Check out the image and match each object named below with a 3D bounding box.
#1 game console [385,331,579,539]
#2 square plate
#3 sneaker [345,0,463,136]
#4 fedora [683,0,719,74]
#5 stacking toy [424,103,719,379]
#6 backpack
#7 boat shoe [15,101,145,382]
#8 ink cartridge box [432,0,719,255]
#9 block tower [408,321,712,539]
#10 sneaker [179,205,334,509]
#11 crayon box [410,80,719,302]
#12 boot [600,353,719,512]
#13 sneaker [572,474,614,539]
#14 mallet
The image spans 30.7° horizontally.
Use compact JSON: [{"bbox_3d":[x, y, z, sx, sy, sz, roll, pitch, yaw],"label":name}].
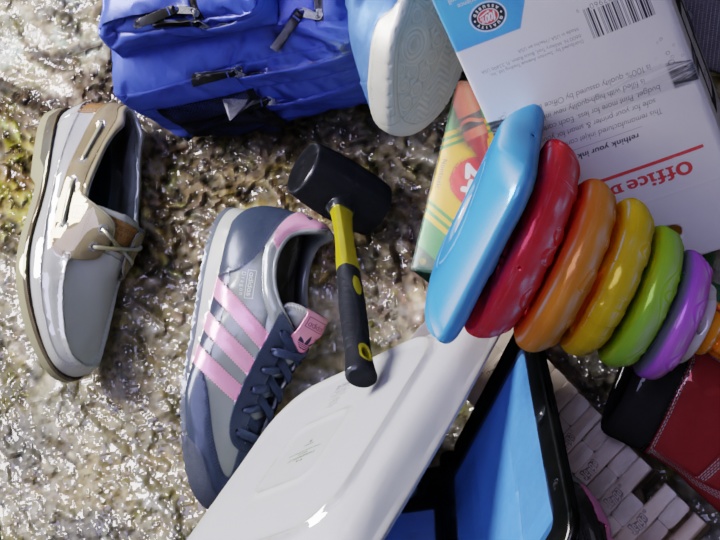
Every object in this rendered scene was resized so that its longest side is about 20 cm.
[{"bbox_3d":[0.022,0.129,0.679,0.173,0.201,0.118,-9,117,6],"label":"game console"},{"bbox_3d":[-0.025,0.110,0.732,0.028,0.199,0.199,48,136,-13],"label":"square plate"},{"bbox_3d":[0.006,-0.186,0.764,0.111,0.076,0.202,25,125,42],"label":"sneaker"},{"bbox_3d":[0.202,-0.180,0.777,0.200,0.176,0.091,40,122,17],"label":"fedora"},{"bbox_3d":[0.141,0.011,0.673,0.198,0.116,0.111,24,119,-2],"label":"stacking toy"},{"bbox_3d":[-0.062,-0.179,0.857,0.197,0.168,0.165,-4,82,16],"label":"backpack"},{"bbox_3d":[-0.190,-0.025,0.915,0.068,0.075,0.203,-10,73,24],"label":"boat shoe"},{"bbox_3d":[0.131,-0.098,0.721,0.115,0.201,0.068,-17,26,22],"label":"ink cartridge box"},{"bbox_3d":[0.117,0.095,0.780,0.058,0.054,0.200,-46,67,4],"label":"block tower"},{"bbox_3d":[-0.065,0.055,0.849,0.081,0.070,0.203,0,78,25],"label":"sneaker"},{"bbox_3d":[0.141,-0.038,0.805,0.198,0.051,0.129,11,80,22],"label":"crayon box"},{"bbox_3d":[0.224,0.029,0.722,0.143,0.072,0.201,34,88,4],"label":"boot"},{"bbox_3d":[0.081,0.208,0.718,0.078,0.095,0.203,17,99,40],"label":"sneaker"},{"bbox_3d":[0.000,0.000,0.802,0.041,0.065,0.201,-47,36,28],"label":"mallet"}]
